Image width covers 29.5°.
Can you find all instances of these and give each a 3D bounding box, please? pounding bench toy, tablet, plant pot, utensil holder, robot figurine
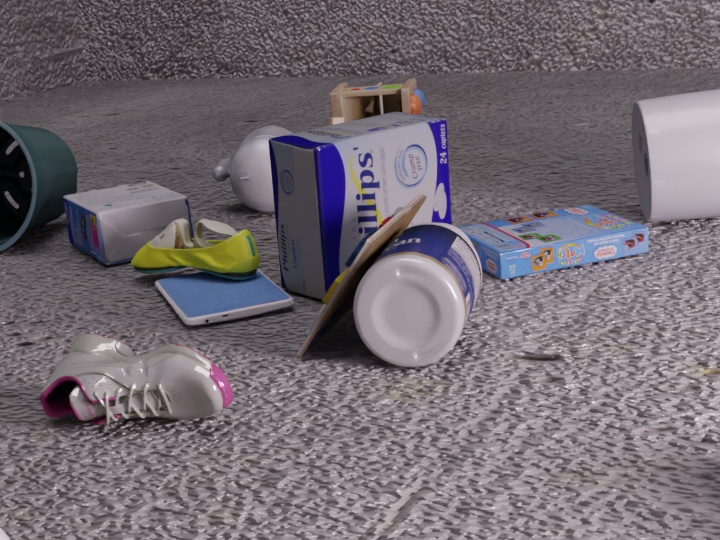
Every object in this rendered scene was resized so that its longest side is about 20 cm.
[{"bbox_3d":[0.031,-0.252,2.363,0.153,0.126,0.200,-2,15,9],"label":"pounding bench toy"},{"bbox_3d":[-0.164,0.027,1.618,0.128,0.014,0.200,-10,15,-17],"label":"tablet"},{"bbox_3d":[-0.525,-0.135,2.025,0.197,0.204,0.196,-1,8,14],"label":"plant pot"},{"bbox_3d":[0.461,-0.151,1.769,0.197,0.173,0.170,-7,15,4],"label":"utensil holder"},{"bbox_3d":[-0.140,-0.155,2.083,0.167,0.115,0.200,-5,15,2],"label":"robot figurine"}]

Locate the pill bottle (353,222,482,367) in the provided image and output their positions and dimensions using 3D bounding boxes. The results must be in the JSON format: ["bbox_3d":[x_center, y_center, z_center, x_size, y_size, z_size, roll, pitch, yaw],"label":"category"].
[{"bbox_3d":[0.065,0.015,1.396,0.109,0.113,0.200,-2,15,13],"label":"pill bottle"}]

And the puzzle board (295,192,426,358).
[{"bbox_3d":[0.000,0.000,1.439,0.017,0.152,0.200,36,24,6],"label":"puzzle board"}]

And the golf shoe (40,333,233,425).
[{"bbox_3d":[-0.205,0.113,1.239,0.198,0.076,0.092,3,32,35],"label":"golf shoe"}]

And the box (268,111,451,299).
[{"bbox_3d":[0.004,-0.079,1.625,0.198,0.187,0.104,-16,20,-34],"label":"box"}]

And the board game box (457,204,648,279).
[{"bbox_3d":[0.229,-0.038,1.677,0.197,0.037,0.151,-11,16,-17],"label":"board game box"}]

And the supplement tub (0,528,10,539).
[{"bbox_3d":[-0.282,0.190,0.815,0.139,0.143,0.199,-14,18,-30],"label":"supplement tub"}]

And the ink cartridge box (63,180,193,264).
[{"bbox_3d":[-0.331,-0.072,1.919,0.135,0.078,0.199,-12,18,-26],"label":"ink cartridge box"}]

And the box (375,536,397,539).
[{"bbox_3d":[-0.054,0.223,0.791,0.197,0.049,0.158,-7,16,-9],"label":"box"}]

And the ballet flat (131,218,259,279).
[{"bbox_3d":[-0.206,-0.030,1.692,0.198,0.068,0.067,4,19,35],"label":"ballet flat"}]
